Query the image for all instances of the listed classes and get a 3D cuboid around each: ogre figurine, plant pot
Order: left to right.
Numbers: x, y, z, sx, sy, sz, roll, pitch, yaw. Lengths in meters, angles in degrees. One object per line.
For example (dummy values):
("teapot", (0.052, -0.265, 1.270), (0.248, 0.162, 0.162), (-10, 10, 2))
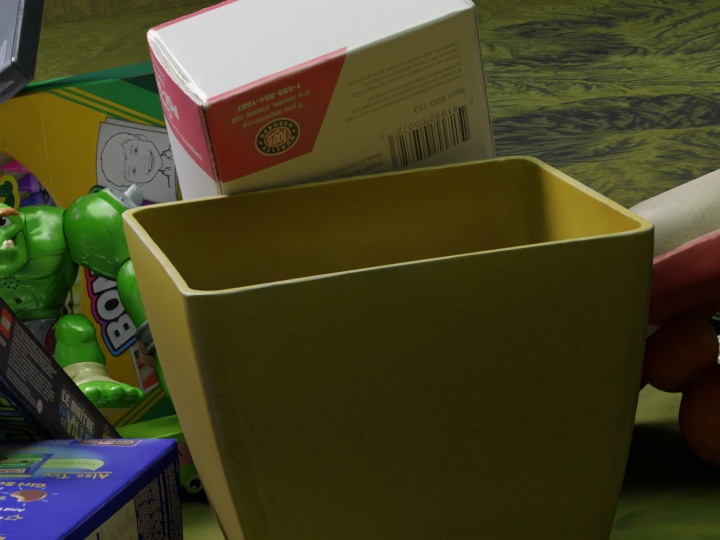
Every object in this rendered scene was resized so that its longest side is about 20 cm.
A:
("ogre figurine", (-0.178, 0.025, 1.431), (0.199, 0.121, 0.098), (-16, -16, 28))
("plant pot", (0.013, 0.062, 1.218), (0.199, 0.178, 0.200), (-8, 13, -11))

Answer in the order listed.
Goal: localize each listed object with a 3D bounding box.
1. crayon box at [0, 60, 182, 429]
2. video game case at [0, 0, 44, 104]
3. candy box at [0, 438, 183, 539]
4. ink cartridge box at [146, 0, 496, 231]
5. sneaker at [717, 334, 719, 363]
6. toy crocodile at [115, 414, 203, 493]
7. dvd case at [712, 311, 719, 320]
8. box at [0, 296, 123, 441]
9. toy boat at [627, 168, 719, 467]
("crayon box", (-0.153, -0.008, 1.546), (0.172, 0.201, 0.058), (-14, 13, -34))
("video game case", (-0.248, -0.092, 1.490), (0.200, 0.019, 0.143), (-34, 31, 22))
("candy box", (-0.187, 0.135, 1.210), (0.168, 0.078, 0.200), (-1, 11, 17))
("ink cartridge box", (-0.012, -0.041, 1.361), (0.146, 0.201, 0.083), (-22, 39, -15))
("sneaker", (0.252, 0.020, 1.502), (0.199, 0.089, 0.077), (-8, 13, -8))
("toy crocodile", (-0.036, 0.083, 1.439), (0.199, 0.062, 0.068), (-13, 14, -11))
("dvd case", (0.189, -0.002, 1.637), (0.199, 0.022, 0.146), (17, 13, 1))
("box", (-0.189, 0.070, 1.324), (0.109, 0.035, 0.200), (-2, -27, 17))
("toy boat", (0.163, 0.042, 1.387), (0.130, 0.131, 0.200), (-22, -22, -52))
